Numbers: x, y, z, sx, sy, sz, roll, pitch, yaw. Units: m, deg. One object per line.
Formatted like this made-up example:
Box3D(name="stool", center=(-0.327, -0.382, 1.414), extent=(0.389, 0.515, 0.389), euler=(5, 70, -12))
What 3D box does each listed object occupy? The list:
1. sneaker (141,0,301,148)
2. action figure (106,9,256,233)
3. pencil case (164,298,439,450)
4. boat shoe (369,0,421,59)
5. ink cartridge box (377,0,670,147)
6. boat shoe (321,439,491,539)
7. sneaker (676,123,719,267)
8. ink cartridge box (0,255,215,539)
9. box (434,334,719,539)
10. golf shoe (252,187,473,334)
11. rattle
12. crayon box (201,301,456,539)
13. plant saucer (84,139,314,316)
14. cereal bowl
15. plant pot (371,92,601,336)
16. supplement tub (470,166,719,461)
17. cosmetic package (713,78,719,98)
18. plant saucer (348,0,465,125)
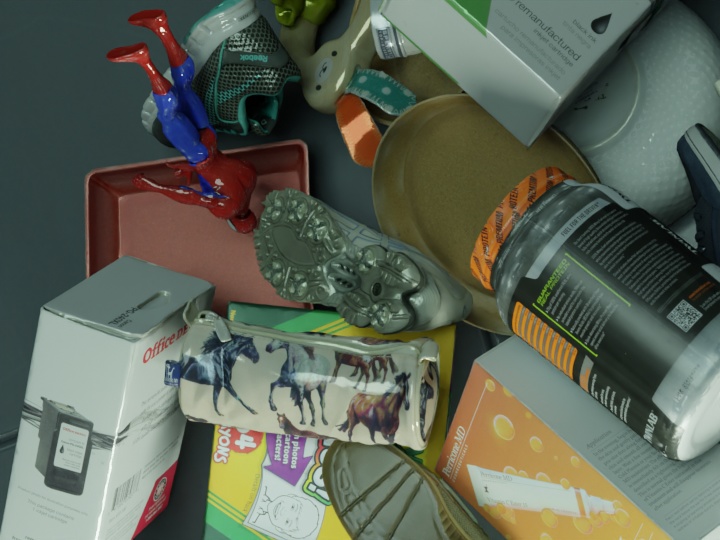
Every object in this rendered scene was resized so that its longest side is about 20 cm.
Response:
Box3D(name="sneaker", center=(-0.106, -0.132, 1.761), extent=(0.078, 0.200, 0.091), euler=(-39, 85, -29))
Box3D(name="action figure", center=(-0.146, -0.101, 1.730), extent=(0.099, 0.200, 0.065), euler=(-5, 42, 33))
Box3D(name="pencil case", center=(-0.036, 0.076, 1.615), extent=(0.199, 0.090, 0.078), euler=(6, 43, 19))
Box3D(name="boat shoe", center=(0.051, -0.238, 1.689), extent=(0.069, 0.071, 0.201), euler=(-5, 46, 13))
Box3D(name="ink cartridge box", center=(0.135, -0.210, 1.596), extent=(0.146, 0.084, 0.200), euler=(42, 64, 5))
Box3D(name="boat shoe", center=(0.054, 0.194, 1.637), extent=(0.200, 0.063, 0.073), euler=(40, 96, 11))
Box3D(name="sneaker", center=(0.235, 0.011, 1.615), extent=(0.146, 0.077, 0.203), euler=(-27, 85, 16))
Box3D(name="ink cartridge box", center=(-0.189, 0.105, 1.712), extent=(0.083, 0.145, 0.201), euler=(19, 112, 14))
Box3D(name="box", center=(0.165, 0.145, 1.593), extent=(0.200, 0.097, 0.125), euler=(42, 139, 24))
Box3D(name="golf shoe", center=(0.000, 0.000, 1.700), extent=(0.200, 0.097, 0.079), euler=(33, 107, 44))
Box3D(name="rattle", center=(-0.040, -0.188, 1.721), extent=(0.130, 0.143, 0.201), euler=(-21, 48, 24))
Box3D(name="crayon box", center=(-0.022, 0.132, 1.698), extent=(0.172, 0.058, 0.201), euler=(5, 83, 5))
Box3D(name="plant saucer", center=(-0.123, 0.008, 1.805), extent=(0.199, 0.037, 0.201), euler=(-7, 77, 21))
Box3D(name="cereal bowl", center=(0.172, -0.122, 1.679), extent=(0.199, 0.083, 0.201), euler=(-4, 79, 22))
Box3D(name="plant pot", center=(0.101, -0.044, 1.670), extent=(0.199, 0.027, 0.201), euler=(18, 128, 25))
Box3D(name="supplement tub", center=(0.178, 0.024, 1.538), extent=(0.200, 0.122, 0.123), euler=(40, 97, 23))
Box3D(name="cosmetic package", center=(0.330, -0.054, 1.586), extent=(0.071, 0.105, 0.201), euler=(-31, 68, 11))
Box3D(name="plant saucer", center=(0.066, -0.198, 1.729), extent=(0.200, 0.035, 0.201), euler=(-28, 51, 42))
